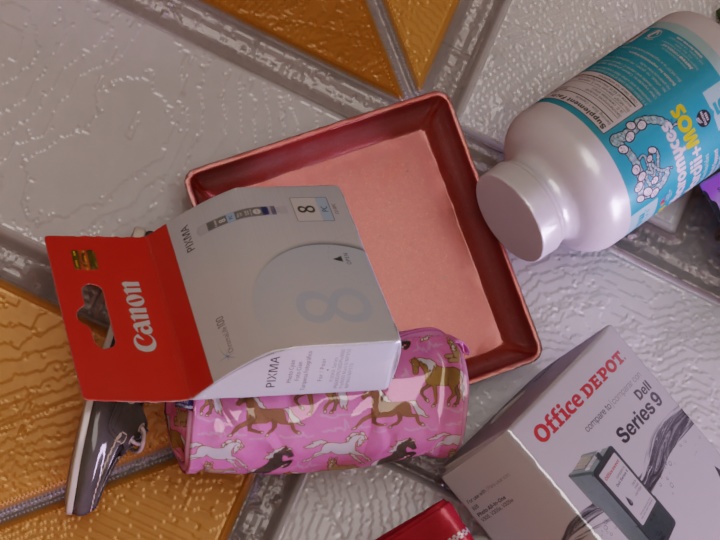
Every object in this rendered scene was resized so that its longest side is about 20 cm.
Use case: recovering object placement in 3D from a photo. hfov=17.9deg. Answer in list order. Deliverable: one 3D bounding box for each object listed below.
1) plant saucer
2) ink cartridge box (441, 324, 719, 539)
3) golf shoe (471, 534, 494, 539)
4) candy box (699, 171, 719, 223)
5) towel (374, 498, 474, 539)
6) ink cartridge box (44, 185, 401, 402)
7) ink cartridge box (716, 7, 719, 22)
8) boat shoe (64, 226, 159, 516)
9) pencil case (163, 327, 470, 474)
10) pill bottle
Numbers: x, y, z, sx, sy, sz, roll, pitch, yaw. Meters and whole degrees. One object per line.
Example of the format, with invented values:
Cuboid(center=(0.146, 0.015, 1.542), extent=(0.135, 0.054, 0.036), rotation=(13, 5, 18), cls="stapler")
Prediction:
Cuboid(center=(0.000, 0.000, 1.570), extent=(0.199, 0.037, 0.201), rotation=(-19, 83, -15), cls="plant saucer")
Cuboid(center=(0.172, 0.160, 1.526), extent=(0.200, 0.084, 0.146), rotation=(49, 46, 0), cls="ink cartridge box")
Cuboid(center=(0.123, 0.261, 1.534), extent=(0.092, 0.073, 0.201), rotation=(-28, 95, -21), cls="golf shoe")
Cuboid(center=(0.360, -0.015, 1.592), extent=(0.167, 0.071, 0.201), rotation=(-30, 85, 20), cls="candy box")
Cuboid(center=(0.059, 0.260, 1.495), extent=(0.201, 0.144, 0.022), rotation=(57, 33, 3), cls="towel")
Cuboid(center=(-0.089, 0.011, 1.453), extent=(0.199, 0.047, 0.160), rotation=(-1, 41, -19), cls="ink cartridge box")
Cuboid(center=(0.371, -0.177, 1.671), extent=(0.199, 0.059, 0.104), rotation=(-18, 84, -15), cls="ink cartridge box")
Cuboid(center=(-0.147, 0.068, 1.510), extent=(0.057, 0.067, 0.201), rotation=(14, 73, -4), cls="boat shoe")
Cuboid(center=(-0.027, 0.084, 1.490), extent=(0.199, 0.087, 0.083), rotation=(-2, 48, -13), cls="pencil case")
Cuboid(center=(0.176, -0.087, 1.577), extent=(0.200, 0.111, 0.111), rotation=(-34, 88, -21), cls="pill bottle")
